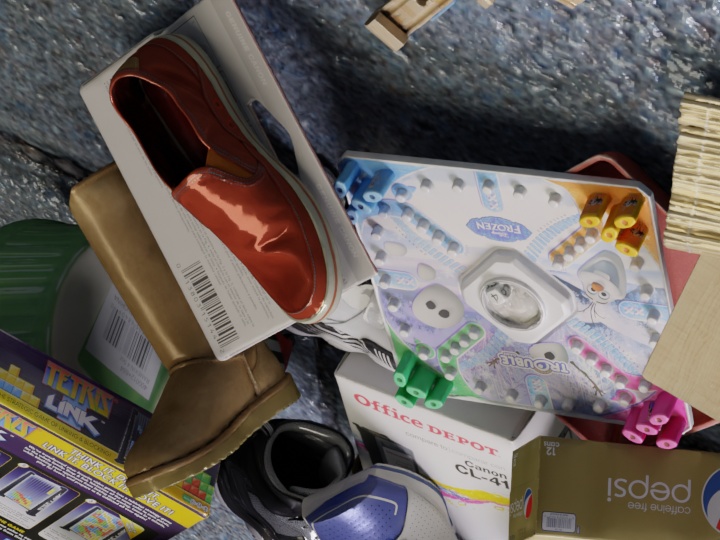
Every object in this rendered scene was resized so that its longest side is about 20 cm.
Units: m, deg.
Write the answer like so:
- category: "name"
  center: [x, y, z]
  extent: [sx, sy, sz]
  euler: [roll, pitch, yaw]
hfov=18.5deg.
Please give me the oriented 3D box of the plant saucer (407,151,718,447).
- category: "plant saucer"
  center: [0.155, 0.018, 1.347]
  extent: [0.199, 0.037, 0.200]
  euler: [43, 142, -16]

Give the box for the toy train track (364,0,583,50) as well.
- category: "toy train track"
  center: [0.052, -0.159, 1.208]
  extent: [0.115, 0.033, 0.200]
  euler: [40, 151, -11]

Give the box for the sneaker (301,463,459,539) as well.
- category: "sneaker"
  center: [0.046, 0.227, 1.515]
  extent: [0.080, 0.116, 0.200]
  euler: [-29, 129, 17]

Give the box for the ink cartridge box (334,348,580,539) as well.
- category: "ink cartridge box"
  center: [0.075, 0.120, 1.548]
  extent: [0.147, 0.086, 0.201]
  euler: [19, 150, 26]

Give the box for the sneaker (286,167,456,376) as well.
- category: "sneaker"
  center: [0.000, 0.000, 1.451]
  extent: [0.199, 0.075, 0.115]
  euler: [13, 148, 37]

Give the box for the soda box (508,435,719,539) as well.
- category: "soda box"
  center: [0.197, 0.148, 1.395]
  extent: [0.198, 0.065, 0.068]
  euler: [7, 166, -10]

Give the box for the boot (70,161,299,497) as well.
- category: "boot"
  center: [-0.139, 0.030, 1.461]
  extent: [0.066, 0.175, 0.201]
  euler: [-24, 97, 34]

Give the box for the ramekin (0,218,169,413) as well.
- category: "ramekin"
  center: [-0.201, 0.059, 1.622]
  extent: [0.097, 0.201, 0.200]
  euler: [-5, 134, 37]

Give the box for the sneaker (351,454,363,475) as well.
- category: "sneaker"
  center: [0.086, 0.201, 1.673]
  extent: [0.199, 0.067, 0.090]
  euler: [18, 146, 24]

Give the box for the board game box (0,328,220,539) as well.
- category: "board game box"
  center: [-0.222, 0.130, 1.516]
  extent: [0.199, 0.057, 0.165]
  euler: [32, 137, -25]

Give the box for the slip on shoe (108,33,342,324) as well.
- category: "slip on shoe"
  center: [-0.082, -0.050, 1.321]
  extent: [0.201, 0.061, 0.074]
  euler: [55, 135, 5]

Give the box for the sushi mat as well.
- category: "sushi mat"
  center: [0.258, -0.032, 1.165]
  extent: [0.199, 0.012, 0.096]
  euler: [14, 119, 22]

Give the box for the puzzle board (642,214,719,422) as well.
- category: "puzzle board"
  center: [0.257, 0.017, 1.209]
  extent: [0.150, 0.017, 0.201]
  euler: [30, 124, 13]

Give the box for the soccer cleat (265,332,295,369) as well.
- category: "soccer cleat"
  center: [-0.115, 0.024, 1.591]
  extent: [0.068, 0.085, 0.201]
  euler: [7, 142, 38]

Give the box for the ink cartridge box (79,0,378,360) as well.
- category: "ink cartridge box"
  center: [-0.074, -0.063, 1.383]
  extent: [0.176, 0.045, 0.201]
  euler: [-27, 90, 47]

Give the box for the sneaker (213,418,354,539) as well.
- category: "sneaker"
  center: [-0.023, 0.179, 1.579]
  extent: [0.200, 0.076, 0.114]
  euler: [43, 154, -3]

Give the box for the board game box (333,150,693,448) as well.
- category: "board game box"
  center: [0.091, 0.021, 1.336]
  extent: [0.199, 0.026, 0.201]
  euler: [7, 135, 26]
